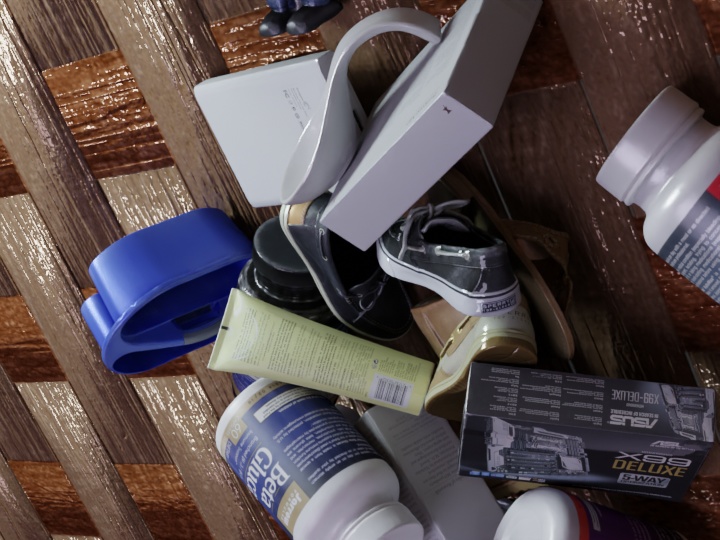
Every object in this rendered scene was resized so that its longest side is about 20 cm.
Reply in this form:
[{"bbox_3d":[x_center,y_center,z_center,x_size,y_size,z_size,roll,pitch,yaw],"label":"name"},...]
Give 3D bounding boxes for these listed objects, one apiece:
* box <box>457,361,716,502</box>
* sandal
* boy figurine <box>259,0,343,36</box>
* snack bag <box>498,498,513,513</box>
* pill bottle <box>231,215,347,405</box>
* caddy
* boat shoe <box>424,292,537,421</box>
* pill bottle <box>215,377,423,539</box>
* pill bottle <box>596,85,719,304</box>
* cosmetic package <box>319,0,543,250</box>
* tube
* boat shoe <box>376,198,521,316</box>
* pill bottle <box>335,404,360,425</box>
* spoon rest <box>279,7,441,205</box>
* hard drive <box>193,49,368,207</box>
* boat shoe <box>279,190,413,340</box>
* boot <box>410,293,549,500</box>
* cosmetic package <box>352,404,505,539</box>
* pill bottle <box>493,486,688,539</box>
[{"bbox_3d":[0.185,0.137,1.290,0.200,0.050,0.158,7,155,4],"label":"box"},{"bbox_3d":[0.141,-0.022,1.300,0.212,0.070,0.078,52,159,30],"label":"sandal"},{"bbox_3d":[-0.074,-0.296,1.272,0.124,0.064,0.200,8,129,40],"label":"boy figurine"},{"bbox_3d":[0.158,0.308,1.572,0.200,0.021,0.189,23,134,27],"label":"snack bag"},{"bbox_3d":[-0.066,0.048,1.494,0.112,0.112,0.200,28,135,22],"label":"pill bottle"},{"bbox_3d":[-0.178,0.027,1.521,0.105,0.200,0.141,51,145,22],"label":"caddy"},{"bbox_3d":[0.106,0.076,1.321,0.074,0.066,0.200,12,154,-12],"label":"boat shoe"},{"bbox_3d":[-0.035,0.193,1.405,0.200,0.111,0.111,44,143,33],"label":"pill bottle"},{"bbox_3d":[0.277,-0.039,1.121,0.200,0.120,0.120,39,139,10],"label":"pill bottle"},{"bbox_3d":[0.054,-0.124,1.222,0.052,0.151,0.200,34,141,-10],"label":"cosmetic package"},{"bbox_3d":[-0.033,0.079,1.407,0.200,0.058,0.052,16,135,2],"label":"tube"},{"bbox_3d":[0.066,-0.022,1.274,0.199,0.074,0.068,-138,35,-64],"label":"boat shoe"},{"bbox_3d":[-0.023,0.242,1.609,0.112,0.112,0.200,14,129,33],"label":"pill bottle"},{"bbox_3d":[-0.014,-0.136,1.258,0.061,0.099,0.200,30,117,-17],"label":"spoon rest"},{"bbox_3d":[-0.063,-0.124,1.399,0.200,0.026,0.132,-2,119,53],"label":"hard drive"},{"bbox_3d":[0.000,0.000,1.394,0.062,0.075,0.200,14,151,43],"label":"boat shoe"},{"bbox_3d":[0.107,0.112,1.438,0.175,0.066,0.200,-25,100,45],"label":"boot"},{"bbox_3d":[0.068,0.217,1.445,0.200,0.071,0.101,59,152,11],"label":"cosmetic package"},{"bbox_3d":[0.222,0.270,1.367,0.200,0.112,0.112,21,146,-23],"label":"pill bottle"}]
